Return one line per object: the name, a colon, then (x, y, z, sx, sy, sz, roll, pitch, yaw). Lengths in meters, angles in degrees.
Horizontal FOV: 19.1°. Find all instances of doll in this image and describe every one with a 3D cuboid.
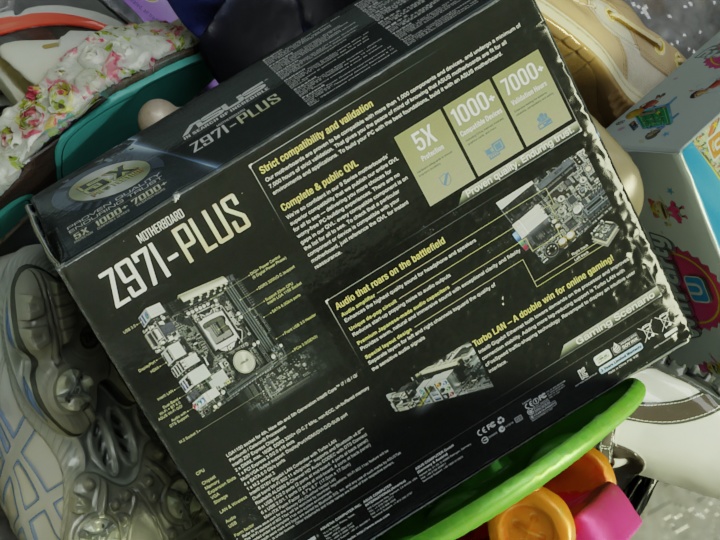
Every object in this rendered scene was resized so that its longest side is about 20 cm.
doll: (-0.036, -0.100, 0.852, 0.136, 0.048, 0.201, -42, 115, -18)

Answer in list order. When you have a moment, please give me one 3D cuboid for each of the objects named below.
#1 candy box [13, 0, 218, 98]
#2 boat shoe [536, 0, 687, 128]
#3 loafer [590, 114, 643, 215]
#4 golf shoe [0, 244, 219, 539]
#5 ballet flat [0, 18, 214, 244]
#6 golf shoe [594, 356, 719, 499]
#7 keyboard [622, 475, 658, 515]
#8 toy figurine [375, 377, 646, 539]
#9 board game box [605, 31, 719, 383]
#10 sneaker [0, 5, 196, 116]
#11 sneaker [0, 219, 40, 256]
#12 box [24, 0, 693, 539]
candy box: (-0.034, -0.147, 1.010, 0.167, 0.072, 0.200, 40, 63, 0)
boat shoe: (0.104, -0.098, 1.015, 0.200, 0.073, 0.070, 33, 48, -39)
loafer: (0.034, -0.076, 0.924, 0.200, 0.076, 0.068, 41, 61, 3)
golf shoe: (-0.119, 0.086, 0.893, 0.078, 0.097, 0.202, -16, 101, -41)
ballet flat: (-0.143, -0.052, 0.860, 0.200, 0.076, 0.064, -40, 83, -18)
golf shoe: (0.091, 0.070, 0.951, 0.199, 0.078, 0.095, 27, 71, 10)
keyboard: (0.088, 0.082, 0.990, 0.127, 0.021, 0.201, 34, 64, -3)
toy figurine: (0.072, 0.171, 0.848, 0.185, 0.199, 0.150, 59, 27, 0)
board game box: (0.209, -0.048, 1.013, 0.200, 0.064, 0.148, -40, 118, -29)
sneaker: (-0.171, -0.066, 0.920, 0.198, 0.078, 0.082, 6, 40, -4)
sneaker: (-0.081, 0.023, 0.926, 0.198, 0.084, 0.122, 4, 76, 0)
box: (0.000, 0.000, 0.822, 0.199, 0.086, 0.164, -32, 114, -4)
